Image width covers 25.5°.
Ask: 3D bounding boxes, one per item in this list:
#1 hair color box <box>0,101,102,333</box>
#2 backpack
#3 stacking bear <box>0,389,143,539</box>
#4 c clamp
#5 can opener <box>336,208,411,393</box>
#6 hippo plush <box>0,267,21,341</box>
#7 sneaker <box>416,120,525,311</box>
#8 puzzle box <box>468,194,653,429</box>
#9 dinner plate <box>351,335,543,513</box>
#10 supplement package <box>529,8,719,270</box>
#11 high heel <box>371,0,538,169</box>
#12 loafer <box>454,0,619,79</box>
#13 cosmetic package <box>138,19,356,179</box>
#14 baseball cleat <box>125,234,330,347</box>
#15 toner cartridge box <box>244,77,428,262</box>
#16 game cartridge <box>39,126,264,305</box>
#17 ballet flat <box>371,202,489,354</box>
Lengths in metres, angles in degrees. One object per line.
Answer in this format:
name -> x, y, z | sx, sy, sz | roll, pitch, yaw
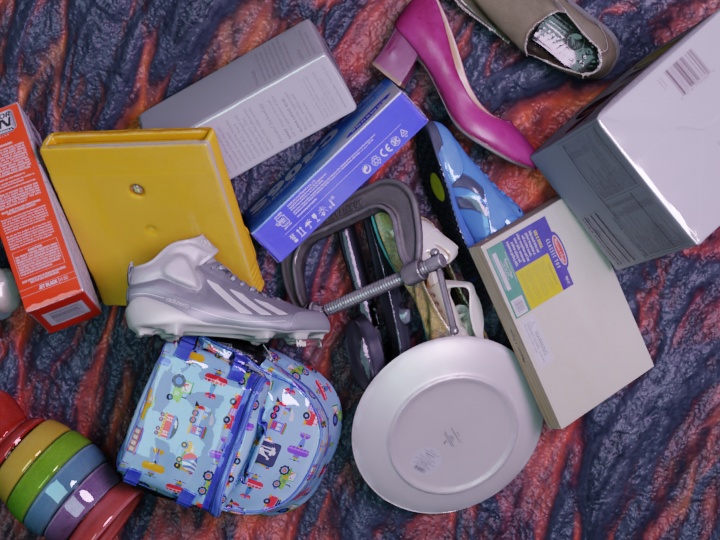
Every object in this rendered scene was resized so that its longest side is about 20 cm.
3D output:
hair color box -> -0.317, -0.049, 1.543 | 0.061, 0.102, 0.201 | -20, 76, -4
backpack -> -0.122, 0.159, 1.570 | 0.199, 0.135, 0.183 | 26, 96, -4
stacking bear -> -0.326, 0.199, 1.594 | 0.200, 0.121, 0.114 | 39, 98, 6
c clamp -> 0.000, 0.000, 1.542 | 0.199, 0.027, 0.172 | -18, 69, 35
can opener -> 0.015, 0.022, 1.591 | 0.063, 0.079, 0.201 | -8, 86, 10
hippo plush -> -0.405, -0.025, 1.555 | 0.158, 0.200, 0.162 | -10, 68, 16
sneaker -> 0.120, -0.062, 1.584 | 0.078, 0.066, 0.201 | -25, 92, -14
puzzle box -> 0.199, 0.037, 1.564 | 0.133, 0.025, 0.201 | -29, 100, -26
dinner plate -> 0.090, 0.159, 1.581 | 0.199, 0.024, 0.201 | -5, 115, -10
supplement package -> 0.295, -0.124, 1.479 | 0.191, 0.200, 0.147 | -40, 92, -13
high heel -> 0.113, -0.186, 1.566 | 0.200, 0.067, 0.096 | 36, 97, -2
loafer -> 0.167, -0.252, 1.551 | 0.199, 0.070, 0.075 | 30, 109, -2
cosmetic package -> -0.112, -0.154, 1.551 | 0.199, 0.102, 0.074 | -30, 120, 5
baseball cleat -> -0.121, 0.020, 1.501 | 0.199, 0.070, 0.107 | 3, 80, -24
toner cartridge box -> -0.026, -0.100, 1.560 | 0.200, 0.095, 0.043 | -43, 107, 4
game cartridge -> -0.196, -0.048, 1.533 | 0.175, 0.033, 0.201 | 0, 132, 18
ballet flat -> 0.077, 0.009, 1.580 | 0.070, 0.071, 0.201 | -23, 97, 3
